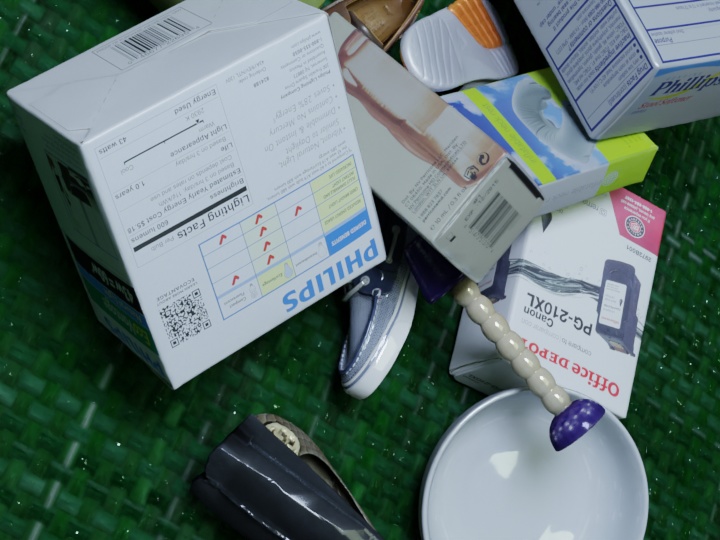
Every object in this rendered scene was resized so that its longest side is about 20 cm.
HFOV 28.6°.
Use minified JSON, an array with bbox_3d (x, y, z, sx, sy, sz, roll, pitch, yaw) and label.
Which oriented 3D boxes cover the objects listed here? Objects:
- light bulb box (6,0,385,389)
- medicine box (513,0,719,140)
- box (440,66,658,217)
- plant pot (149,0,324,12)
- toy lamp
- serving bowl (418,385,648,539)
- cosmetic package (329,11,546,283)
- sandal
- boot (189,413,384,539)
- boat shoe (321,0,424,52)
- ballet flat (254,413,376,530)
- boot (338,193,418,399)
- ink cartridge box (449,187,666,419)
[{"bbox_3d":[-0.108,-0.064,0.990,0.197,0.124,0.202,-31,127,-23],"label":"light bulb box"},{"bbox_3d":[0.236,-0.229,1.183,0.180,0.103,0.202,-13,69,-34],"label":"medicine box"},{"bbox_3d":[0.132,-0.101,1.163,0.198,0.048,0.122,-19,56,-31],"label":"box"},{"bbox_3d":[-0.117,-0.264,1.069,0.201,0.199,0.191,-50,119,-29],"label":"plant pot"},{"bbox_3d":[0.108,0.050,1.113,0.058,0.058,0.201,-36,87,-31],"label":"toy lamp"},{"bbox_3d":[0.135,0.193,1.173,0.197,0.066,0.203,-1,92,-16],"label":"serving bowl"},{"bbox_3d":[0.034,-0.094,1.072,0.087,0.200,0.103,-49,150,4],"label":"cosmetic package"},{"bbox_3d":[0.070,-0.187,1.213,0.206,0.059,0.080,-24,92,-57],"label":"sandal"},{"bbox_3d":[-0.047,0.218,1.053,0.199,0.165,0.066,35,36,-1],"label":"boot"},{"bbox_3d":[-0.017,-0.188,1.168,0.200,0.067,0.072,-45,104,-30],"label":"boat shoe"},{"bbox_3d":[-0.023,0.193,1.100,0.067,0.046,0.201,-41,102,-31],"label":"ballet flat"},{"bbox_3d":[0.000,0.000,1.147,0.090,0.073,0.202,30,57,-18],"label":"boot"},{"bbox_3d":[0.174,0.018,1.234,0.144,0.084,0.202,25,68,-24],"label":"ink cartridge box"}]
